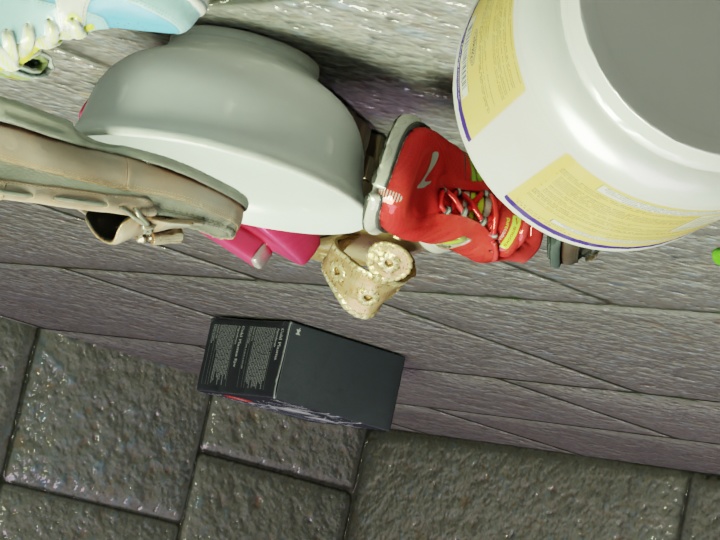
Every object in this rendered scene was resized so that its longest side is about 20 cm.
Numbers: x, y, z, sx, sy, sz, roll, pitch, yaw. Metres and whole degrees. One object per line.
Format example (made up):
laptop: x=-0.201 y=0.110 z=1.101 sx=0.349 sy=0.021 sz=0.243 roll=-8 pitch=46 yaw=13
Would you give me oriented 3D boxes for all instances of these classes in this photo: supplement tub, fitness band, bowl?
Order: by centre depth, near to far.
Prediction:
supplement tub: x=0.123 y=-0.089 z=0.886 sx=0.145 sy=0.146 sz=0.200 roll=14 pitch=172 yaw=-7
bowl: x=-0.080 y=-0.093 z=1.356 sx=0.200 sy=0.091 sz=0.201 roll=13 pitch=169 yaw=3
fitness band: x=-0.117 y=-0.064 z=1.570 sx=0.200 sy=0.037 sz=0.144 roll=32 pitch=168 yaw=19

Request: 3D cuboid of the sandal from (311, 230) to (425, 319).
sandal: x=0.005 y=0.001 z=1.572 sx=0.077 sy=0.070 sz=0.212 roll=15 pitch=172 yaw=-21

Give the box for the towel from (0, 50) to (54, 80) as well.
towel: x=-0.313 y=-0.165 z=1.387 sx=0.199 sy=0.048 sz=0.171 roll=9 pitch=170 yaw=27

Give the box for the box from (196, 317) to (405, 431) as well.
box: x=-0.079 y=0.136 z=2.886 sx=0.199 sy=0.105 sz=0.182 roll=18 pitch=169 yaw=-36

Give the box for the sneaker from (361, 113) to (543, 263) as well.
sneaker: x=0.064 y=-0.044 z=1.351 sx=0.085 sy=0.077 sz=0.200 roll=19 pitch=-178 yaw=23

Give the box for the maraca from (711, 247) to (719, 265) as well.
maraca: x=0.296 y=-0.006 z=1.335 sx=0.136 sy=0.108 sz=0.200 roll=2 pitch=-177 yaw=-15

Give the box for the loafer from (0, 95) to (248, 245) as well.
loafer: x=-0.157 y=-0.045 z=1.284 sx=0.199 sy=0.063 sz=0.072 roll=21 pitch=166 yaw=-34

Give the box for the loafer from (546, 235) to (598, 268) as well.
loafer: x=0.155 y=-0.042 z=1.445 sx=0.063 sy=0.072 sz=0.200 roll=6 pitch=169 yaw=7

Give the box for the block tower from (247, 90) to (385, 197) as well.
block tower: x=-0.018 y=-0.075 z=1.523 sx=0.058 sy=0.054 sz=0.200 roll=10 pitch=171 yaw=22

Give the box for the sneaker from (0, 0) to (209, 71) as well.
sneaker: x=-0.188 y=-0.123 z=1.188 sx=0.199 sy=0.131 sz=0.080 roll=12 pitch=171 yaw=3
